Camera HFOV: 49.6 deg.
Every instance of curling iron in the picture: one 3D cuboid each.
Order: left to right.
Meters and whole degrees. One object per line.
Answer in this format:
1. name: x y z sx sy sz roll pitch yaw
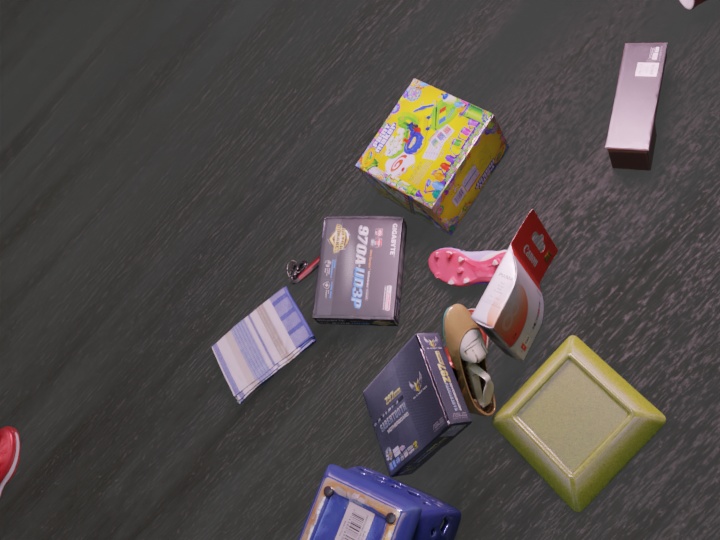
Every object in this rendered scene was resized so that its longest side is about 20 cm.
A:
1. curling iron: -0.067 -0.044 1.524 0.199 0.026 0.050 -38 61 7

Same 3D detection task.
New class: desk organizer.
1. desk organizer: 0.473 -0.278 1.327 0.071 0.077 0.203 7 73 28

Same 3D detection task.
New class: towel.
1. towel: -0.189 0.143 1.509 0.199 0.024 0.148 -39 56 4

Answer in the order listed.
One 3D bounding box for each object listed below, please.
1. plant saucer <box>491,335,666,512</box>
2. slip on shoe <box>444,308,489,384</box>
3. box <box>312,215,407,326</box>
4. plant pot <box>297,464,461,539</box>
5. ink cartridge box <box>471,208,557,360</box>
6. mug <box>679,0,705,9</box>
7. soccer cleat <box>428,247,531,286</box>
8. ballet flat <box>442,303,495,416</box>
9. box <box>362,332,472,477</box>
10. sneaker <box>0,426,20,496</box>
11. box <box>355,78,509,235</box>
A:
1. plant saucer: 0.329 0.228 1.207 0.200 0.048 0.200 -46 58 2
2. slip on shoe: 0.162 0.156 1.310 0.073 0.061 0.203 18 77 32
3. box: 0.000 0.000 1.448 0.156 0.046 0.204 1 70 16
4. plant pot: 0.014 0.419 1.204 0.197 0.180 0.203 17 77 31
5. ink cartridge box: 0.268 0.028 1.252 0.050 0.162 0.202 27 82 37
6. mug: 0.636 -0.572 1.342 0.197 0.133 0.180 -21 63 13
7. soccer cleat: 0.210 -0.008 1.361 0.198 0.076 0.068 2 99 43
8. ballet flat: 0.182 0.145 1.238 0.068 0.203 0.063 -31 31 -26
9. box: 0.086 0.220 1.265 0.201 0.050 0.160 -52 47 44
10. sneaker: -0.796 0.421 1.634 0.077 0.115 0.204 3 71 26
11. box: 0.133 -0.211 1.440 0.191 0.122 0.201 33 86 32
